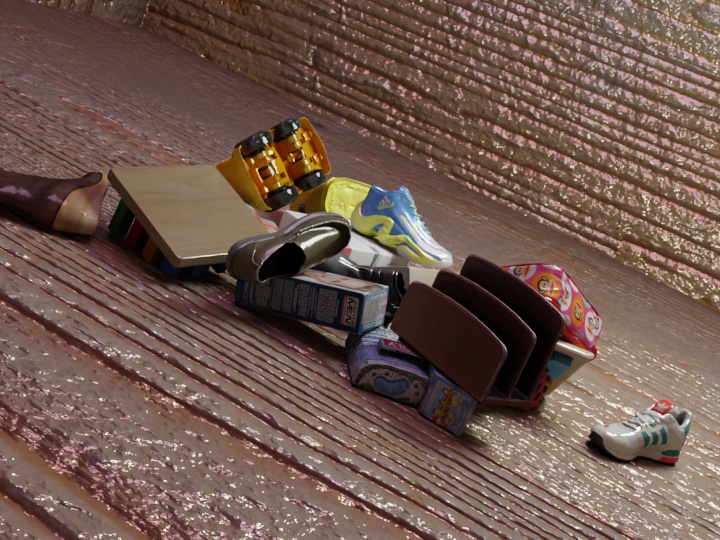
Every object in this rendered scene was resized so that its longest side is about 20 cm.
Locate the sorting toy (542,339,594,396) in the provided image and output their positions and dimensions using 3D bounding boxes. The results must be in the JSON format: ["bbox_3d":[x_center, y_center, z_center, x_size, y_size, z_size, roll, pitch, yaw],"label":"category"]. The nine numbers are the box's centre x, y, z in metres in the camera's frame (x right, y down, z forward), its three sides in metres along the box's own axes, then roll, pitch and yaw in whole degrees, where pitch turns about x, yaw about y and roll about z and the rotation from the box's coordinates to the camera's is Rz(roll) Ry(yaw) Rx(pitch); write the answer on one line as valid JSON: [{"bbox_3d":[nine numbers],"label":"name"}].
[{"bbox_3d":[0.233,0.133,1.632,0.183,0.037,0.200,22,-25,-5],"label":"sorting toy"}]

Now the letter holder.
[{"bbox_3d":[0.157,0.069,1.439,0.100,0.143,0.200,10,20,-43],"label":"letter holder"}]

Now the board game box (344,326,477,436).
[{"bbox_3d":[0.085,0.143,1.474,0.198,0.062,0.200,20,14,-12],"label":"board game box"}]

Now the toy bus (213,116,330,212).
[{"bbox_3d":[-0.182,-0.178,1.980,0.191,0.137,0.199,-20,11,46],"label":"toy bus"}]

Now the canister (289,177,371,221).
[{"bbox_3d":[-0.039,-0.118,2.070,0.147,0.088,0.200,16,-6,-24],"label":"canister"}]

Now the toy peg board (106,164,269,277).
[{"bbox_3d":[-0.260,-0.056,1.602,0.199,0.098,0.199,-8,48,-47],"label":"toy peg board"}]

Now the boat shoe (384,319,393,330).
[{"bbox_3d":[0.091,0.099,1.670,0.199,0.067,0.073,-14,77,-53],"label":"boat shoe"}]

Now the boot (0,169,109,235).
[{"bbox_3d":[-0.457,-0.123,1.567,0.165,0.073,0.200,21,18,-17],"label":"boot"}]

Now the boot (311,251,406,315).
[{"bbox_3d":[0.000,0.000,1.622,0.130,0.071,0.200,7,-26,22],"label":"boot"}]

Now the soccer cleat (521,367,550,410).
[{"bbox_3d":[0.219,0.133,1.562,0.086,0.070,0.201,30,-18,32],"label":"soccer cleat"}]

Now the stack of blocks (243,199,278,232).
[{"bbox_3d":[-0.202,-0.066,1.793,0.114,0.059,0.200,17,15,-25],"label":"stack of blocks"}]

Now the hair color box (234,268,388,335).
[{"bbox_3d":[-0.069,0.035,1.535,0.198,0.061,0.100,13,11,20],"label":"hair color box"}]

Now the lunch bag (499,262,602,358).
[{"bbox_3d":[0.255,0.067,1.626,0.175,0.083,0.200,-3,-33,38],"label":"lunch bag"}]

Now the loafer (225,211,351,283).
[{"bbox_3d":[-0.088,-0.022,1.485,0.198,0.076,0.069,-22,37,-30],"label":"loafer"}]

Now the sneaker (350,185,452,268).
[{"bbox_3d":[0.082,-0.083,1.869,0.198,0.106,0.076,26,13,9],"label":"sneaker"}]

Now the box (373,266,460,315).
[{"bbox_3d":[0.107,0.040,1.799,0.094,0.079,0.199,-1,-5,40],"label":"box"}]

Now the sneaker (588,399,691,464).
[{"bbox_3d":[0.424,0.233,1.615,0.198,0.094,0.070,13,17,-36],"label":"sneaker"}]

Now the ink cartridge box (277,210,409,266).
[{"bbox_3d":[-0.035,-0.028,1.866,0.199,0.086,0.145,7,21,-47],"label":"ink cartridge box"}]
